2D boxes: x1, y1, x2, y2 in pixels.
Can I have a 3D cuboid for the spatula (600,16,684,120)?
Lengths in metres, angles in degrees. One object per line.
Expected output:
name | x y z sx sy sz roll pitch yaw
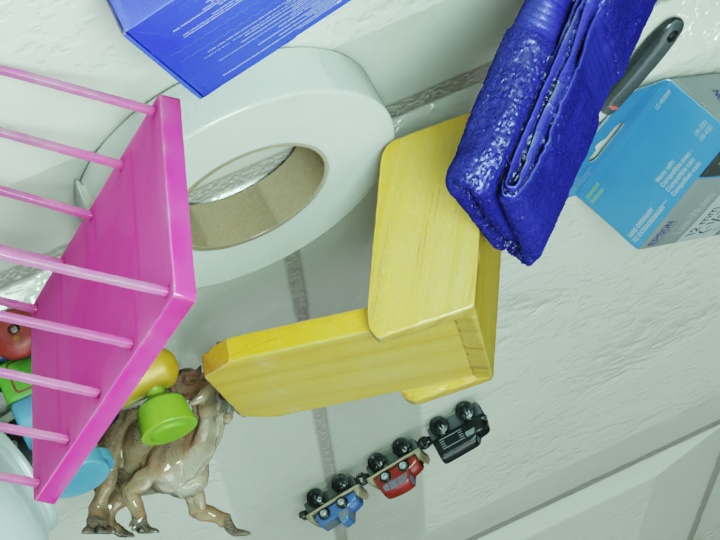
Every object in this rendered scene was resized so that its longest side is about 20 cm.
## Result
spatula | 0.159 -0.106 1.296 0.056 0.021 0.200 6 138 -45

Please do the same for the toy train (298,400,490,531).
toy train | 0.032 0.187 1.709 0.200 0.046 0.034 -31 156 7

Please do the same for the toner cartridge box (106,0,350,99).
toner cartridge box | -0.028 -0.173 0.946 0.200 0.043 0.095 -32 156 9

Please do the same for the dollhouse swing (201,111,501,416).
dollhouse swing | 0.000 0.000 1.222 0.175 0.182 0.200 2 165 9

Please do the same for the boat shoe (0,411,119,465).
boat shoe | -0.253 0.147 1.310 0.199 0.066 0.075 -24 156 -9

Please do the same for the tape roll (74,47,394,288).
tape roll | -0.076 -0.058 1.130 0.202 0.037 0.203 -23 156 -11

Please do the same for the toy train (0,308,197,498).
toy train | -0.137 0.061 1.202 0.200 0.116 0.085 -23 156 -10

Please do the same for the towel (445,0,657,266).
towel | 0.123 -0.111 1.091 0.200 0.049 0.148 -65 155 -8

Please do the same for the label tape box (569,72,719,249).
label tape box | 0.254 -0.083 1.390 0.200 0.066 0.143 -12 151 -35

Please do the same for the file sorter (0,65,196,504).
file sorter | -0.188 0.007 0.993 0.125 0.139 0.200 14 137 -25

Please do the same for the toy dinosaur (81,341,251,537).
toy dinosaur | -0.152 0.126 1.353 0.199 0.136 0.086 -6 168 30

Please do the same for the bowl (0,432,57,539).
bowl | -0.261 0.156 1.200 0.090 0.201 0.201 -37 161 -26
